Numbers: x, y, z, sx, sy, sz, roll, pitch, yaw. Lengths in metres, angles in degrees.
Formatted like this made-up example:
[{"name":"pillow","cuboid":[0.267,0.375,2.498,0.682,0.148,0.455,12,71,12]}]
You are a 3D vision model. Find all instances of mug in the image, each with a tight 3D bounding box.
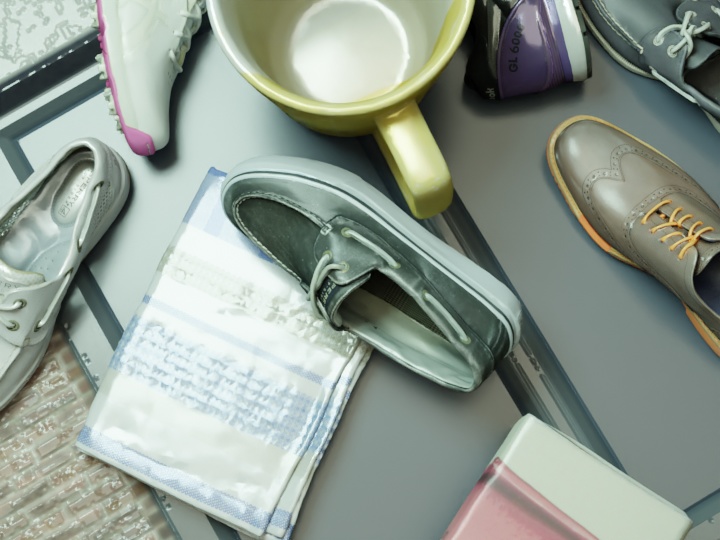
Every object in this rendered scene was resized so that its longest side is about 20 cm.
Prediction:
[{"name":"mug","cuboid":[-0.012,-0.129,0.923,0.149,0.153,0.187,6,82,2]}]

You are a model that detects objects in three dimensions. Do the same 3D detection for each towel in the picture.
[{"name":"towel","cuboid":[-0.072,0.052,0.963,0.147,0.024,0.200,23,80,7]}]

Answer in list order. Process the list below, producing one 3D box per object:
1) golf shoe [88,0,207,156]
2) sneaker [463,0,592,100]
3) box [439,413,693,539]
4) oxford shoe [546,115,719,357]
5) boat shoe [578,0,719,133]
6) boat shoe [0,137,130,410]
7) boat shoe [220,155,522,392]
[{"name":"golf shoe","cuboid":[-0.123,-0.172,0.975,0.091,0.075,0.201,-5,82,-3]},{"name":"sneaker","cuboid":[0.078,-0.206,0.976,0.087,0.076,0.201,-15,81,5]},{"name":"box","cuboid":[0.082,0.195,0.883,0.109,0.128,0.200,33,82,7]},{"name":"oxford shoe","cuboid":[0.194,-0.024,0.942,0.200,0.073,0.071,44,85,8]},{"name":"boat shoe","cuboid":[0.212,-0.138,0.965,0.200,0.063,0.073,45,85,7]},{"name":"boat shoe","cuboid":[-0.212,0.004,0.948,0.071,0.069,0.200,28,85,5]},{"name":"boat shoe","cuboid":[0.000,0.000,0.910,0.200,0.072,0.071,28,41,8]}]
